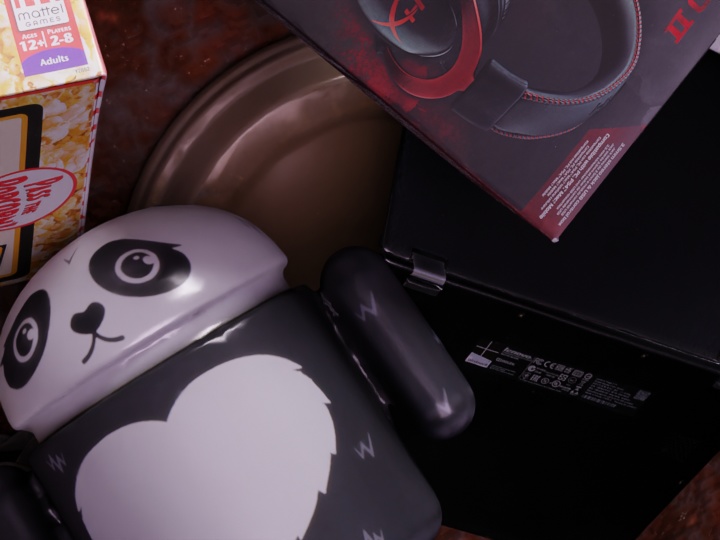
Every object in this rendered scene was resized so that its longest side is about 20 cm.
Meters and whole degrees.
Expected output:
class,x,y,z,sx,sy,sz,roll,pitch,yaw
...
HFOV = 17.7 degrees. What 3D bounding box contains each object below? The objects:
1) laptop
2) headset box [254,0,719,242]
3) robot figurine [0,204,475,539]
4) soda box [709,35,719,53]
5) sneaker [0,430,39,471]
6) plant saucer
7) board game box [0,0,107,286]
class,x,y,z,sx,sy,sz,roll,pitch,yaw
laptop,0.069,0.001,0.950,0.186,0.116,0.200,18,129,-24
headset box,0.049,-0.118,0.803,0.200,0.075,0.149,38,93,-35
robot figurine,-0.049,0.073,0.845,0.150,0.125,0.201,-30,87,-35
soda box,0.126,-0.133,0.912,0.199,0.064,0.069,23,107,-19
sneaker,-0.103,0.095,0.914,0.198,0.077,0.083,-5,102,-19
plant saucer,0.000,0.000,0.945,0.198,0.029,0.202,-7,110,-19
board game box,-0.193,-0.029,0.803,0.198,0.152,0.047,-12,67,-16
